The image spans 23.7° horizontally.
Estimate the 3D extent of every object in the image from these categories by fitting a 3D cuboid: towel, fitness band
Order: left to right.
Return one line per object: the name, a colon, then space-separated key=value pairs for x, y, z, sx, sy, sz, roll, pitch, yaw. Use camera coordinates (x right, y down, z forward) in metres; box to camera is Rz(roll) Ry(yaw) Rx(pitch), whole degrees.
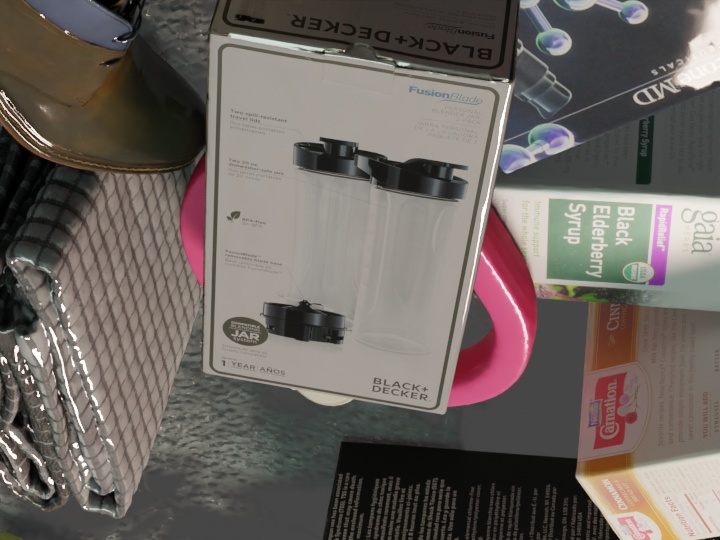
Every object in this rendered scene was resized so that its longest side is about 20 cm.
towel: x=-0.148 y=0.005 z=0.874 sx=0.084 sy=0.167 sz=0.201 roll=7 pitch=141 yaw=13
fitness band: x=0.000 y=0.000 z=0.808 sx=0.142 sy=0.038 sz=0.200 roll=-13 pitch=134 yaw=28

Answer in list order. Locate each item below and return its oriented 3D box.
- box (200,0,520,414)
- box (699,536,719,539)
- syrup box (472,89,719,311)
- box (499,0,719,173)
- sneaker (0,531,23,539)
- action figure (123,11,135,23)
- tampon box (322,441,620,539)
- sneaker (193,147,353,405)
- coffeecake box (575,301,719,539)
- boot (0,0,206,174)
box: x=-0.004 y=-0.033 z=0.704 sx=0.115 sy=0.061 sz=0.201 roll=9 pitch=139 yaw=3
box: x=0.250 y=0.185 z=0.987 sx=0.191 sy=0.048 sz=0.201 roll=-2 pitch=131 yaw=-32
syrup box: x=0.089 y=-0.041 z=0.831 sx=0.197 sy=0.082 sz=0.079 roll=5 pitch=140 yaw=9
box: x=0.068 y=-0.158 z=0.676 sx=0.147 sy=0.108 sz=0.200 roll=-21 pitch=132 yaw=32
sneaker: x=-0.213 y=0.268 z=1.270 sx=0.104 sy=0.076 sz=0.201 roll=-4 pitch=138 yaw=16
action figure: x=-0.171 y=-0.134 z=0.790 sx=0.199 sy=0.070 sz=0.130 roll=-29 pitch=122 yaw=34
tampon box: x=0.079 y=0.207 z=1.092 sx=0.197 sy=0.127 sz=0.151 roll=4 pitch=140 yaw=9
sneaker: x=-0.046 y=0.019 z=0.935 sx=0.074 sy=0.082 sz=0.201 roll=-7 pitch=139 yaw=17
coffeecake box: x=0.213 y=0.040 z=0.843 sx=0.198 sy=0.155 sz=0.073 roll=-14 pitch=135 yaw=27
boot: x=-0.109 y=-0.094 z=0.713 sx=0.096 sy=0.076 sz=0.199 roll=-5 pitch=158 yaw=38
